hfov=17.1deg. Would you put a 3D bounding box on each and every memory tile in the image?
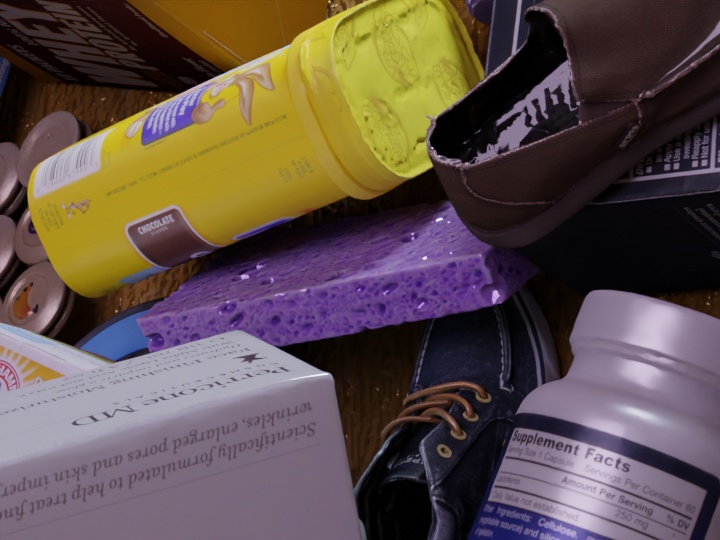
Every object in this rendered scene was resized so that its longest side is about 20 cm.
[{"bbox_3d":[-0.215,0.013,1.352,0.153,0.017,0.201,-20,52,34],"label":"memory tile"}]

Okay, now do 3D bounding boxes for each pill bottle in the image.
[{"bbox_3d":[0.107,0.116,1.025,0.116,0.116,0.201,14,77,39],"label":"pill bottle"}]

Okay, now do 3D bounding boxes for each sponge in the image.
[{"bbox_3d":[0.000,0.000,1.163,0.200,0.112,0.030,-11,107,32],"label":"sponge"}]

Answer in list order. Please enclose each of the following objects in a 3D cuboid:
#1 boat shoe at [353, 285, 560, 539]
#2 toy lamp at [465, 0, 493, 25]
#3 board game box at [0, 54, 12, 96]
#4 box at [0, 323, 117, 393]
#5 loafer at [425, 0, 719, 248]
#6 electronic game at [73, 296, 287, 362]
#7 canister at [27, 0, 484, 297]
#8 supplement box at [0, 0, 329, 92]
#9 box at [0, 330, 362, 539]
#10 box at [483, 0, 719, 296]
[{"bbox_3d":[0.042,0.078,1.106,0.071,0.091,0.201,-15,61,30],"label":"boat shoe"},{"bbox_3d":[0.077,-0.220,1.245,0.058,0.058,0.201,-11,61,32],"label":"toy lamp"},{"bbox_3d":[-0.293,-0.114,1.457,0.200,0.045,0.153,0,69,44],"label":"board game box"},{"bbox_3d":[-0.156,0.139,1.168,0.112,0.101,0.201,21,90,37],"label":"box"},{"bbox_3d":[0.107,-0.088,0.990,0.200,0.071,0.073,-44,52,13],"label":"loafer"},{"bbox_3d":[-0.110,0.108,1.235,0.200,0.042,0.201,-15,61,30],"label":"electronic game"},{"bbox_3d":[-0.053,-0.063,1.209,0.200,0.148,0.087,-21,97,31],"label":"canister"},{"bbox_3d":[-0.119,-0.214,1.333,0.200,0.133,0.198,8,74,38],"label":"supplement box"},{"bbox_3d":[-0.104,0.150,1.043,0.131,0.198,0.201,-160,58,-66],"label":"box"},{"bbox_3d":[0.170,-0.104,1.076,0.198,0.123,0.201,-4,68,33],"label":"box"}]
